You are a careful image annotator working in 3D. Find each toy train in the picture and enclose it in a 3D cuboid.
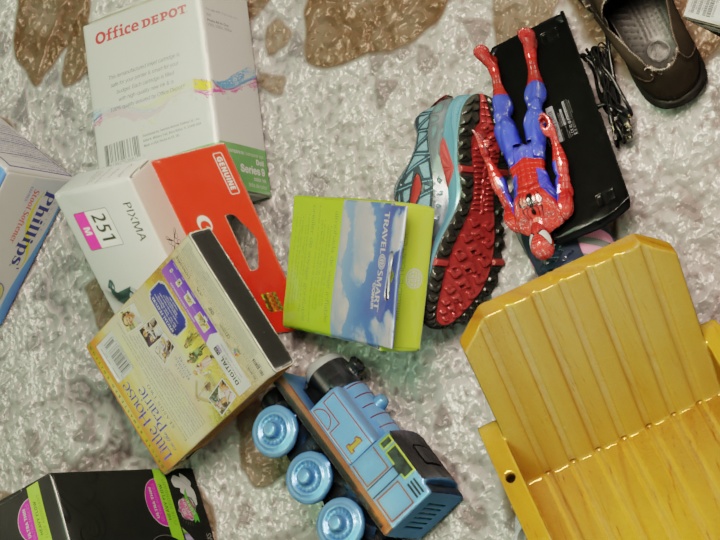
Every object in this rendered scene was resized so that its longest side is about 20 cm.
[{"bbox_3d":[-0.007,0.160,1.413,0.114,0.087,0.200,-44,62,12],"label":"toy train"}]

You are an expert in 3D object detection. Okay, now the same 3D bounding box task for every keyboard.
[{"bbox_3d":[0.177,-0.118,1.339,0.104,0.040,0.200,-24,60,19],"label":"keyboard"}]

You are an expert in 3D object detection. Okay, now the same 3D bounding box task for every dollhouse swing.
[{"bbox_3d":[0.192,0.111,1.179,0.200,0.176,0.182,-24,50,1],"label":"dollhouse swing"}]

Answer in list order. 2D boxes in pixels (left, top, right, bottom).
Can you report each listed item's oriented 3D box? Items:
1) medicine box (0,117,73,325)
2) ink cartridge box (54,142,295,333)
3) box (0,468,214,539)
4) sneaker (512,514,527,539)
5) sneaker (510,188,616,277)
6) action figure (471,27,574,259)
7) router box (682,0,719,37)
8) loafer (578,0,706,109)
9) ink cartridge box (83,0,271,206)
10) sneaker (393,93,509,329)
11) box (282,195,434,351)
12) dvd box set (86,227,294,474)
[{"bbox_3d":[-0.424,-0.071,1.691,0.200,0.103,0.182,37,105,31],"label":"medicine box"},{"bbox_3d":[-0.163,-0.007,1.490,0.173,0.044,0.200,-9,116,33],"label":"ink cartridge box"},{"bbox_3d":[-0.235,0.269,1.477,0.124,0.200,0.149,-30,70,28],"label":"box"},{"bbox_3d":[0.180,0.222,1.284,0.114,0.075,0.201,8,87,36],"label":"sneaker"},{"bbox_3d":[0.171,0.000,1.308,0.070,0.082,0.200,-44,64,23],"label":"sneaker"},{"bbox_3d":[0.130,-0.098,1.307,0.065,0.052,0.200,-17,64,17],"label":"action figure"},{"bbox_3d":[0.317,-0.260,1.198,0.051,0.149,0.200,22,98,33],"label":"router box"},{"bbox_3d":[0.213,-0.225,1.301,0.073,0.071,0.200,-33,72,7],"label":"loafer"},{"bbox_3d":[-0.174,-0.153,1.545,0.145,0.087,0.201,-14,80,31],"label":"ink cartridge box"},{"bbox_3d":[0.072,-0.050,1.396,0.095,0.079,0.201,6,85,51],"label":"sneaker"},{"bbox_3d":[0.000,0.000,1.389,0.200,0.048,0.122,9,94,61],"label":"box"},{"bbox_3d":[-0.156,0.075,1.464,0.200,0.029,0.146,-44,74,40],"label":"dvd box set"}]
